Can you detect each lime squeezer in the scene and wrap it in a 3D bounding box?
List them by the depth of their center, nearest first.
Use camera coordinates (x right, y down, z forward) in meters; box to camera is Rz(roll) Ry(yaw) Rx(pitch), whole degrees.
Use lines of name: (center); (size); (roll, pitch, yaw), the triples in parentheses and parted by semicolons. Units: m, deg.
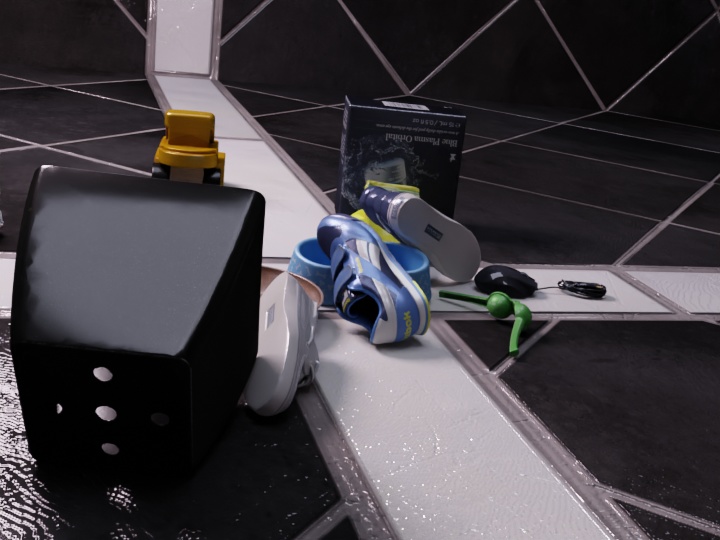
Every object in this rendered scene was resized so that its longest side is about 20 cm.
lime squeezer: (0.172, 0.058, 1.187); (0.070, 0.038, 0.200); (-30, 28, -9)

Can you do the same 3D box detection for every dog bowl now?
dog bowl: (0.000, 0.000, 1.232); (0.197, 0.050, 0.112); (5, 26, -9)

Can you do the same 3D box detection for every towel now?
towel: (0.050, -0.059, 1.373); (0.085, 0.018, 0.201); (4, 44, -5)

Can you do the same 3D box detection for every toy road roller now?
toy road roller: (-0.294, -0.209, 1.633); (0.121, 0.148, 0.200); (4, 18, -9)

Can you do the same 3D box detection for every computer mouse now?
computer mouse: (0.256, 0.015, 1.334); (0.197, 0.034, 0.059); (3, 17, -14)

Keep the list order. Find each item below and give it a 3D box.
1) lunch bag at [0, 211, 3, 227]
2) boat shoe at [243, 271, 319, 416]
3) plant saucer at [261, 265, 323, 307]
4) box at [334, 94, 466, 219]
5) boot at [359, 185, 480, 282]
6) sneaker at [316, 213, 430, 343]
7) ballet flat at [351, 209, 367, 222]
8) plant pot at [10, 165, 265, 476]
lunch bag: (-0.567, -0.077, 1.229); (0.174, 0.083, 0.200); (12, 18, 13)
boat shoe: (-0.072, 0.082, 0.952); (0.068, 0.072, 0.201); (37, 19, -22)
plant saucer: (-0.143, 0.038, 1.109); (0.198, 0.037, 0.201); (7, 17, -2)
box: (0.063, -0.176, 1.573); (0.194, 0.203, 0.118); (4, 17, -6)
boot: (0.086, -0.056, 1.314); (0.090, 0.073, 0.200); (27, -9, 48)
sneaker: (-0.002, 0.008, 1.120); (0.082, 0.074, 0.200); (-23, 54, -28)
ballet flat: (0.054, -0.064, 1.442); (0.067, 0.068, 0.199); (10, 13, 44)
plant pot: (-0.190, 0.053, 0.787); (0.197, 0.202, 0.178); (6, 38, -2)
